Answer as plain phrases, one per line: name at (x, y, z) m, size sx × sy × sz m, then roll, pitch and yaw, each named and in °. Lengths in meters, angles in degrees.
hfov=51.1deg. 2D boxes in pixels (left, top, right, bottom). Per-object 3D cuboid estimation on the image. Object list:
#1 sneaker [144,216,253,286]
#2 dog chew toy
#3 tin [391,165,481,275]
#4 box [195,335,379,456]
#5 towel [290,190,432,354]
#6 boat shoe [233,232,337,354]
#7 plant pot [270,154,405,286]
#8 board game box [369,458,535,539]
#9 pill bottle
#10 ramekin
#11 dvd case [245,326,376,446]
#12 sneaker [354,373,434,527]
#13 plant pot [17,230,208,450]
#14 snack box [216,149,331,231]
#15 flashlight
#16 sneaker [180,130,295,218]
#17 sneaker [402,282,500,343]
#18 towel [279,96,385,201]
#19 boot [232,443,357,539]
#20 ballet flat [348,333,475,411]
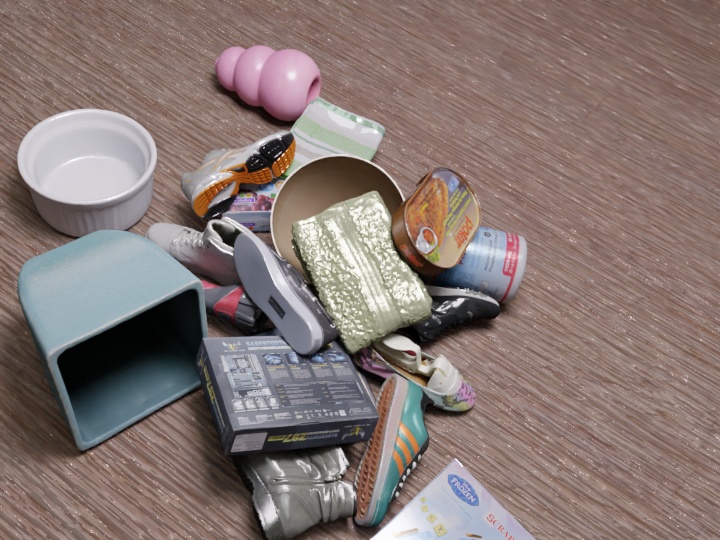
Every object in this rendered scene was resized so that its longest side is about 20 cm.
sneaker at (-0.231, -0.047, 1.115) m, size 0.198 × 0.116 × 0.074 m, roll 22°, pitch 53°, yaw 8°
dog chew toy at (-0.173, -0.348, 1.364) m, size 0.198 × 0.125 × 0.125 m, roll 19°, pitch 50°, yaw 14°
tin at (0.111, -0.072, 1.080) m, size 0.112 × 0.042 × 0.200 m, roll 46°, pitch 43°, yaw -7°
box at (-0.094, 0.152, 0.958) m, size 0.198 × 0.051 × 0.158 m, roll 1°, pitch 38°, yaw -30°
towel at (0.000, 0.000, 1.038) m, size 0.147 × 0.037 × 0.202 m, roll -25°, pitch 81°, yaw -6°
boat shoe at (-0.099, 0.026, 1.022) m, size 0.066 × 0.070 × 0.200 m, roll -12°, pitch 52°, yaw -47°
plant pot at (-0.031, -0.056, 1.134) m, size 0.198 × 0.135 × 0.203 m, roll 0°, pitch 79°, yaw -2°
board game box at (0.119, 0.367, 0.913) m, size 0.199 × 0.041 × 0.200 m, roll -33°, pitch 65°, yaw -31°
pill bottle at (0.151, -0.022, 1.180) m, size 0.198 × 0.109 × 0.110 m, roll 13°, pitch 51°, yaw -2°
ramekin at (-0.415, -0.146, 1.163) m, size 0.198 × 0.098 × 0.202 m, roll 6°, pitch 51°, yaw -7°
dvd case at (-0.064, 0.156, 1.054) m, size 0.141 × 0.018 × 0.201 m, roll -15°, pitch 57°, yaw -21°
sneaker at (0.050, 0.239, 0.979) m, size 0.079 × 0.071 × 0.202 m, roll 27°, pitch 61°, yaw -17°
plant pot at (-0.330, 0.062, 0.966) m, size 0.195 × 0.197 × 0.200 m, roll -28°, pitch 54°, yaw -29°
snack box at (-0.135, -0.134, 1.242) m, size 0.198 × 0.053 × 0.143 m, roll -3°, pitch 52°, yaw -14°
flashlight at (-0.225, 0.023, 1.086) m, size 0.198 × 0.069 × 0.068 m, roll 22°, pitch 13°, yaw 14°
sneaker at (-0.195, -0.170, 1.173) m, size 0.199 × 0.076 × 0.092 m, roll -35°, pitch 54°, yaw -19°
sneaker at (0.113, 0.071, 1.139) m, size 0.198 × 0.076 × 0.089 m, roll 9°, pitch 75°, yaw -10°
towel at (-0.055, -0.208, 1.266) m, size 0.148 × 0.031 × 0.201 m, roll 22°, pitch 50°, yaw 7°
boot at (-0.090, 0.237, 0.952) m, size 0.129 × 0.068 × 0.201 m, roll -19°, pitch 67°, yaw -19°
ballet flat at (0.078, 0.134, 1.055) m, size 0.198 × 0.071 × 0.069 m, roll 26°, pitch 47°, yaw 1°
